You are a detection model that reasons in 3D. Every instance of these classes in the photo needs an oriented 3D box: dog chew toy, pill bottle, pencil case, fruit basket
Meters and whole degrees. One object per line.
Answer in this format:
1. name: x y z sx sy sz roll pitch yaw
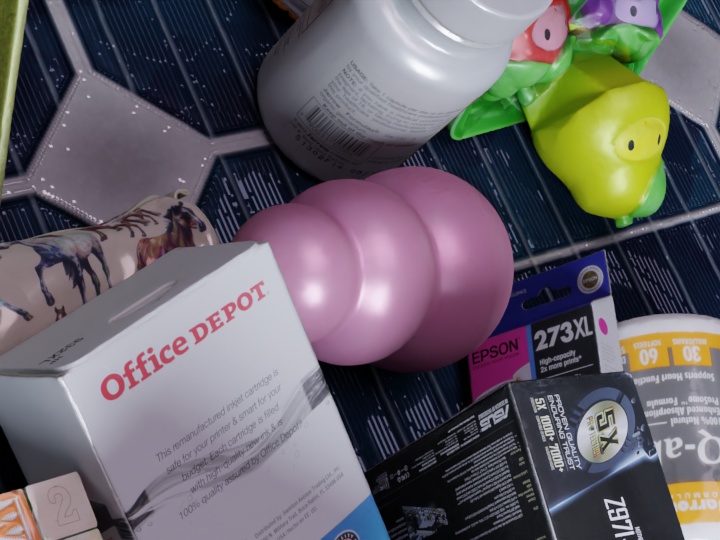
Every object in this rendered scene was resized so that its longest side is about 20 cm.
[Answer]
1. dog chew toy: 0.000 0.000 0.982 0.200 0.125 0.125 -1 66 -51
2. pill bottle: 0.028 -0.143 1.043 0.114 0.200 0.114 15 60 -26
3. pencil case: -0.169 0.013 0.915 0.200 0.078 0.090 -17 98 -37
4. fruit basket: 0.156 -0.141 1.171 0.215 0.156 0.216 13 45 -14
5. pill bottle: 0.198 0.137 1.060 0.116 0.116 0.200 10 61 -28

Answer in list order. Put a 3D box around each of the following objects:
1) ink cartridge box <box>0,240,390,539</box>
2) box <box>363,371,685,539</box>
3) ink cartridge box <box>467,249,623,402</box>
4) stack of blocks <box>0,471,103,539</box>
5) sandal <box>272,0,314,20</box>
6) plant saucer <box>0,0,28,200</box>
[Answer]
1. ink cartridge box: -0.084 0.104 0.874 0.145 0.084 0.200 -35 112 -38
2. box: 0.080 0.165 0.915 0.086 0.200 0.164 -2 67 -33
3. ink cartridge box: 0.117 0.086 1.046 0.037 0.095 0.200 29 49 -46
4. stack of blocks: -0.144 0.211 0.805 0.059 0.115 0.200 -14 75 -36
5. sandal: -0.048 -0.223 1.094 0.207 0.059 0.079 30 63 -41
6. plant saucer: -0.280 -0.124 0.886 0.200 0.048 0.200 2 107 -31
